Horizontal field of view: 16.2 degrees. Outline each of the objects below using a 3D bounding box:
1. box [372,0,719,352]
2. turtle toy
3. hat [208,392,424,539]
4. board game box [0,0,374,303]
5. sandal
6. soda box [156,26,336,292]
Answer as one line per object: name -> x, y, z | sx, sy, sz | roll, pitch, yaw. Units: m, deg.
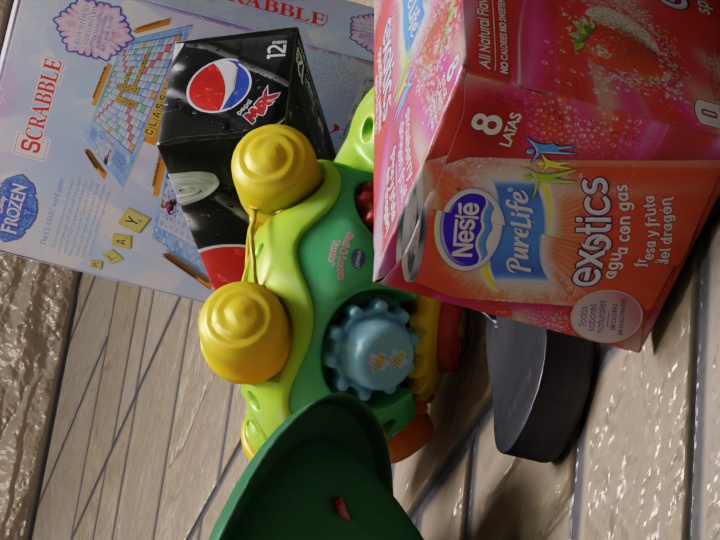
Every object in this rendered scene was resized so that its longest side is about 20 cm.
box -> 0.063, -0.078, 0.881 | 0.201, 0.099, 0.096 | -89, 16, -51
turtle toy -> 0.000, 0.000, 1.102 | 0.146, 0.100, 0.201 | 73, -155, -62
hat -> 0.039, 0.160, 0.914 | 0.201, 0.175, 0.166 | -67, -27, -19
board game box -> -0.091, -0.069, 1.280 | 0.201, 0.198, 0.041 | 114, 166, -45
sandal -> 0.058, -0.011, 0.974 | 0.201, 0.042, 0.076 | -92, 19, -55
soda box -> -0.041, -0.022, 1.228 | 0.201, 0.063, 0.071 | 72, -162, -48
